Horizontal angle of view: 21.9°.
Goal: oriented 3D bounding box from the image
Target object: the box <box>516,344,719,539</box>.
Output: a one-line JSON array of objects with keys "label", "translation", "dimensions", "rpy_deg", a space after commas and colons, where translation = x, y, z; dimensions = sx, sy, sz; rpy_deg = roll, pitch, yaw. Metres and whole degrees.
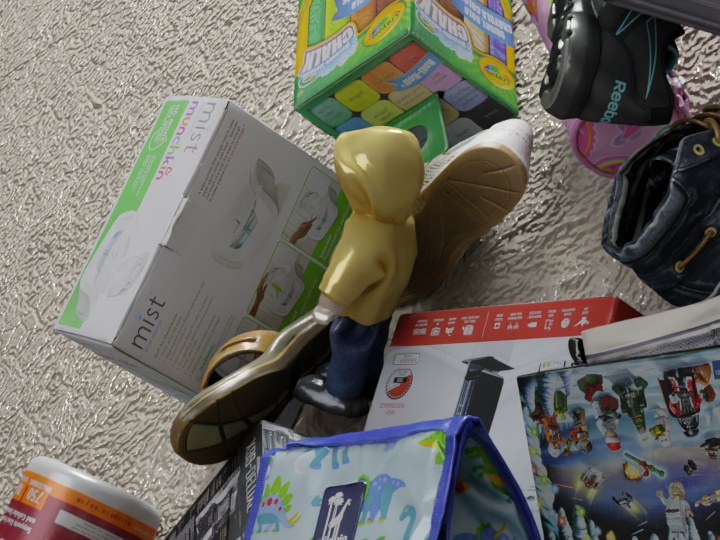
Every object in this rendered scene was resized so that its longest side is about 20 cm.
[{"label": "box", "translation": [0.184, 0.110, 1.003], "dimensions": [0.200, 0.040, 0.137], "rpy_deg": [-12, 87, 41]}]

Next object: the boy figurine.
[{"label": "boy figurine", "translation": [0.000, 0.000, 1.265], "dimensions": [0.064, 0.124, 0.200], "rpy_deg": [16, 115, 20]}]

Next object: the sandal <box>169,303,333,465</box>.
[{"label": "sandal", "translation": [-0.075, 0.071, 1.319], "dimensions": [0.200, 0.054, 0.080], "rpy_deg": [-40, -27, -43]}]

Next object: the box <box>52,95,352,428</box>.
[{"label": "box", "translation": [-0.100, -0.001, 1.386], "dimensions": [0.097, 0.176, 0.200], "rpy_deg": [10, 72, 53]}]

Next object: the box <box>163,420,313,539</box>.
[{"label": "box", "translation": [-0.084, 0.225, 1.254], "dimensions": [0.158, 0.050, 0.200], "rpy_deg": [-51, 28, 33]}]

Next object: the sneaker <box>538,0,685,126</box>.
[{"label": "sneaker", "translation": [0.160, -0.154, 1.172], "dimensions": [0.200, 0.079, 0.075], "rpy_deg": [-78, 4, -46]}]

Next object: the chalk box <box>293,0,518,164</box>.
[{"label": "chalk box", "translation": [0.033, -0.158, 1.391], "dimensions": [0.125, 0.124, 0.200], "rpy_deg": [-30, 43, 34]}]

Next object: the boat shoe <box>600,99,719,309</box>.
[{"label": "boat shoe", "translation": [0.220, -0.076, 1.127], "dimensions": [0.071, 0.091, 0.201], "rpy_deg": [11, 72, 53]}]

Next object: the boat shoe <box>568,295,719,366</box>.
[{"label": "boat shoe", "translation": [0.222, 0.059, 1.054], "dimensions": [0.200, 0.075, 0.093], "rpy_deg": [-17, 81, 28]}]

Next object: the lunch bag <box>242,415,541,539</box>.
[{"label": "lunch bag", "translation": [0.019, 0.191, 1.079], "dimensions": [0.170, 0.127, 0.201], "rpy_deg": [-14, 82, 43]}]

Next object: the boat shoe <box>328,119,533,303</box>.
[{"label": "boat shoe", "translation": [0.057, -0.041, 1.331], "dimensions": [0.200, 0.071, 0.069], "rpy_deg": [-35, 13, 40]}]

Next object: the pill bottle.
[{"label": "pill bottle", "translation": [-0.242, 0.253, 1.415], "dimensions": [0.113, 0.113, 0.200], "rpy_deg": [8, 69, 53]}]

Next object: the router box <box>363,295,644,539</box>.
[{"label": "router box", "translation": [0.083, 0.112, 1.185], "dimensions": [0.200, 0.049, 0.180], "rpy_deg": [-7, 58, 48]}]

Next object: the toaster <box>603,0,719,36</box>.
[{"label": "toaster", "translation": [0.200, -0.207, 1.092], "dimensions": [0.200, 0.129, 0.114], "rpy_deg": [-97, 26, -61]}]

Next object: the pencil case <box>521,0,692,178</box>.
[{"label": "pencil case", "translation": [0.164, -0.150, 1.261], "dimensions": [0.087, 0.087, 0.200], "rpy_deg": [-39, 39, 24]}]
